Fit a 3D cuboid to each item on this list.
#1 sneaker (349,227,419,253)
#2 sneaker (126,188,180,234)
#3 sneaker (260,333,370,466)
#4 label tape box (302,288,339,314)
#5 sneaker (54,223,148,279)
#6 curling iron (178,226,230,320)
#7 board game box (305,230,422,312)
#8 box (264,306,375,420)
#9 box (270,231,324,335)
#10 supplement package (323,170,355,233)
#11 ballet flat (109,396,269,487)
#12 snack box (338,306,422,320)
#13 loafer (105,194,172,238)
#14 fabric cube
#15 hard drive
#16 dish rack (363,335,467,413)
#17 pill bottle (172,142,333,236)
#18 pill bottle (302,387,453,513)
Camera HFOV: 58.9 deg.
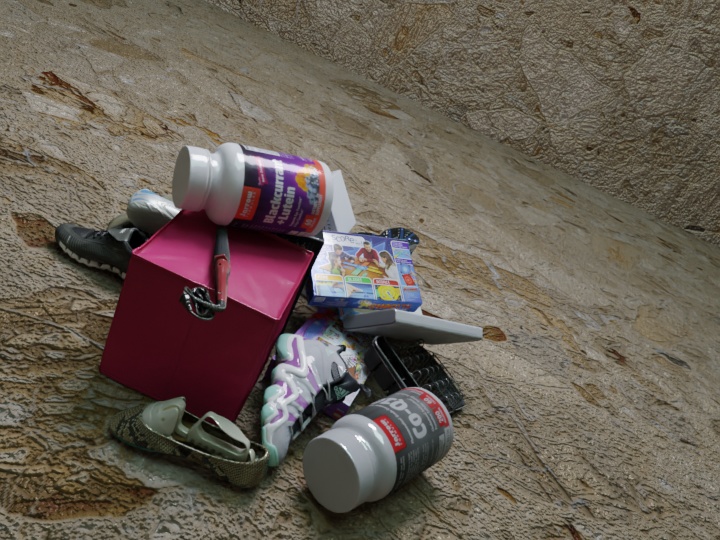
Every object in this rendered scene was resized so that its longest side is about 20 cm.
[{"bbox_3d":[0.022,-0.027,1.206,0.200,0.077,0.076,-6,41,-31],"label":"sneaker"},{"bbox_3d":[-0.286,-0.064,1.042,0.200,0.072,0.073,39,31,-25],"label":"sneaker"},{"bbox_3d":[-0.056,0.172,0.861,0.139,0.078,0.200,5,49,1],"label":"sneaker"},{"bbox_3d":[-0.077,-0.009,1.232,0.200,0.066,0.143,37,30,16],"label":"label tape box"},{"bbox_3d":[-0.382,-0.039,0.999,0.200,0.091,0.066,28,27,3],"label":"sneaker"},{"bbox_3d":[-0.175,-0.007,0.763,0.049,0.026,0.200,21,28,-15],"label":"curling iron"},{"bbox_3d":[0.000,0.000,1.087,0.199,0.034,0.136,6,55,-24],"label":"board game box"},{"bbox_3d":[-0.048,0.142,1.026,0.137,0.039,0.200,31,28,7],"label":"box"},{"bbox_3d":[-0.159,-0.005,1.009,0.141,0.200,0.079,16,31,-20],"label":"box"},{"bbox_3d":[-0.126,-0.103,1.194,0.199,0.114,0.110,-9,20,19],"label":"supplement package"},{"bbox_3d":[-0.200,0.195,0.770,0.200,0.075,0.068,24,29,-3],"label":"ballet flat"},{"bbox_3d":[0.036,0.054,1.161,0.200,0.037,0.116,22,45,-42],"label":"snack box"},{"bbox_3d":[-0.343,-0.087,1.101,0.200,0.076,0.068,-20,43,-29],"label":"loafer"},{"bbox_3d":[-0.206,0.054,0.874,0.200,0.200,0.196,25,29,-2],"label":"fabric cube"},{"bbox_3d":[0.089,0.098,1.072,0.200,0.132,0.026,14,73,-37],"label":"hard drive"},{"bbox_3d":[0.101,0.174,1.039,0.200,0.055,0.154,0,49,-54],"label":"dish rack"},{"bbox_3d":[-0.147,-0.112,0.871,0.200,0.112,0.112,6,34,-31],"label":"pill bottle"},{"bbox_3d":[0.026,0.235,0.850,0.114,0.114,0.200,42,31,27],"label":"pill bottle"}]
